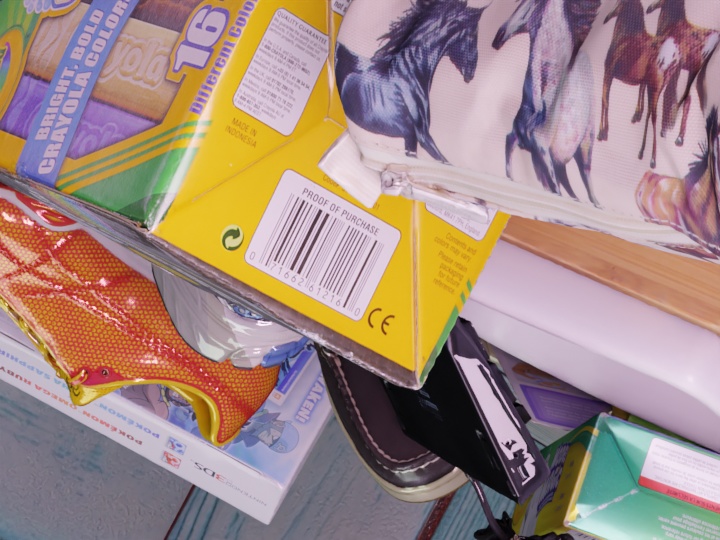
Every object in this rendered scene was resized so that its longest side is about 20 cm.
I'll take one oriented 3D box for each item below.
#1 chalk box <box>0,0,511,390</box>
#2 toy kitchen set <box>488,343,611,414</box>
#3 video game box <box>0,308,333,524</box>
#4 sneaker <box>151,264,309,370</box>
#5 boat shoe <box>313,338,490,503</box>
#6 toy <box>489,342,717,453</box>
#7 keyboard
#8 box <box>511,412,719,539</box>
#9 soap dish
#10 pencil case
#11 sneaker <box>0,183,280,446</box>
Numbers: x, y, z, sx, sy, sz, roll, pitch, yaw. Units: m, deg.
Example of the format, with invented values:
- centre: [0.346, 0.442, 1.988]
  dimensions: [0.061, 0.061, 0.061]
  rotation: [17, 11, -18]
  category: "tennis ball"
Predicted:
- centre: [-0.046, -0.061, 0.991]
  dimensions: [0.124, 0.124, 0.200]
  rotation: [30, 177, -35]
  category: "chalk box"
- centre: [0.133, 0.119, 1.556]
  dimensions: [0.199, 0.181, 0.163]
  rotation: [24, 175, -5]
  category: "toy kitchen set"
- centre: [-0.079, 0.005, 1.518]
  dimensions: [0.182, 0.200, 0.047]
  rotation: [27, 144, 5]
  category: "video game box"
- centre: [-0.058, -0.066, 1.149]
  dimensions: [0.200, 0.077, 0.085]
  rotation: [60, 143, 21]
  category: "sneaker"
- centre: [0.000, 0.000, 1.213]
  dimensions: [0.065, 0.073, 0.200]
  rotation: [46, -159, -53]
  category: "boat shoe"
- centre: [0.108, 0.016, 1.232]
  dimensions: [0.115, 0.047, 0.200]
  rotation: [12, -157, -13]
  category: "toy"
- centre: [0.036, 0.054, 1.062]
  dimensions: [0.127, 0.021, 0.200]
  rotation: [65, 173, -8]
  category: "keyboard"
- centre: [0.121, 0.101, 1.128]
  dimensions: [0.117, 0.049, 0.200]
  rotation: [20, 169, -2]
  category: "box"
- centre: [0.094, -0.001, 1.070]
  dimensions: [0.200, 0.081, 0.157]
  rotation: [25, 175, 39]
  category: "soap dish"
- centre: [0.070, -0.039, 0.731]
  dimensions: [0.078, 0.090, 0.200]
  rotation: [31, 174, -31]
  category: "pencil case"
- centre: [-0.127, 0.014, 1.313]
  dimensions: [0.200, 0.077, 0.073]
  rotation: [30, 176, -10]
  category: "sneaker"
